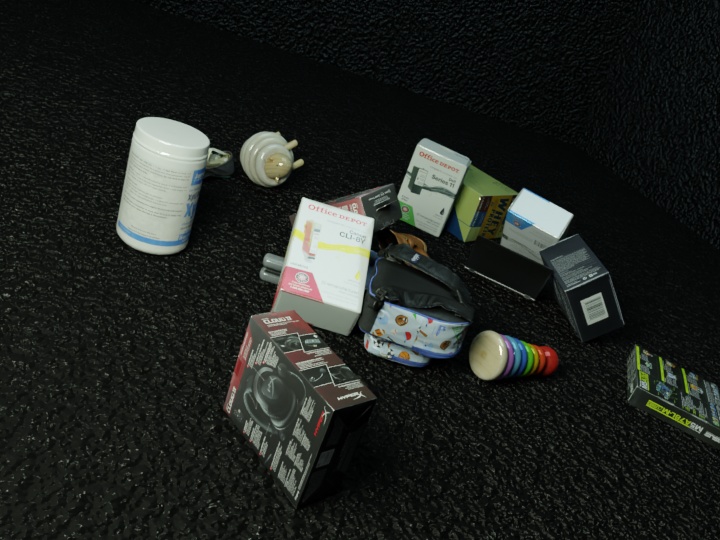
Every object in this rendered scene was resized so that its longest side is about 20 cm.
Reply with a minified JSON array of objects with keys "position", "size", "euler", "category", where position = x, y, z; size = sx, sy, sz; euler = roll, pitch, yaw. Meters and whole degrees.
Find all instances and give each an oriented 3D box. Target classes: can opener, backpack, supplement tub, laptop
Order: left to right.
[{"position":[-0.342,-0.144,1.170],"size":[0.129,0.204,0.133],"euler":[17,25,-8],"category":"supplement tub"},{"position":[-0.086,0.028,1.217],"size":[0.195,0.054,0.067],"euler":[18,24,-7],"category":"can opener"},{"position":[0.097,0.074,1.158],"size":[0.185,0.157,0.201],"euler":[14,30,3],"category":"backpack"},{"position":[0.353,-0.024,1.605],"size":[0.184,0.118,0.200],"euler":[26,25,8],"category":"laptop"}]

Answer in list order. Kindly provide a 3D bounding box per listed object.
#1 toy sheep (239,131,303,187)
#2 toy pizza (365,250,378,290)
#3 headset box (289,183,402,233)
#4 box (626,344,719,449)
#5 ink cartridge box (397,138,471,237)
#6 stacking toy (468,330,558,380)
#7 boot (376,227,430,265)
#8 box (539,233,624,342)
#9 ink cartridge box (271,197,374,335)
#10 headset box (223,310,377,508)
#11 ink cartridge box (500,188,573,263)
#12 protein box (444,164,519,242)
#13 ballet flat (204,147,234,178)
[{"position":[-0.220,-0.266,1.608],"size":[0.135,0.142,0.199],"euler":[3,16,-35],"category":"toy sheep"},{"position":[0.000,0.000,1.367],"size":[0.195,0.032,0.201],"euler":[19,22,-8],"category":"toy pizza"},{"position":[-0.019,-0.109,1.348],"size":[0.196,0.077,0.148],"euler":[-11,11,33],"category":"headset box"},{"position":[0.640,0.251,1.378],"size":[0.189,0.049,0.200],"euler":[25,26,11],"category":"box"},{"position":[0.181,-0.214,1.740],"size":[0.144,0.204,0.083],"euler":[24,24,7],"category":"ink cartridge box"},{"position":[0.291,0.161,1.242],"size":[0.196,0.087,0.086],"euler":[10,26,-39],"category":"stacking toy"},{"position":[0.077,-0.046,1.416],"size":[0.154,0.077,0.201],"euler":[29,17,-40],"category":"boot"},{"position":[0.498,0.036,1.537],"size":[0.102,0.150,0.201],"euler":[-23,27,9],"category":"box"},{"position":[-0.061,-0.011,1.176],"size":[0.141,0.084,0.204],"euler":[16,54,-9],"category":"ink cartridge box"},{"position":[-0.087,0.159,0.838],"size":[0.076,0.152,0.199],"euler":[-3,34,-43],"category":"headset box"},{"position":[0.438,-0.091,1.706],"size":[0.143,0.201,0.085],"euler":[32,68,19],"category":"ink cartridge box"},{"position":[0.294,-0.191,1.868],"size":[0.197,0.138,0.198],"euler":[-8,37,-47],"category":"protein box"},{"position":[-0.355,-0.240,1.514],"size":[0.072,0.075,0.198],"euler":[32,27,23],"category":"ballet flat"}]
